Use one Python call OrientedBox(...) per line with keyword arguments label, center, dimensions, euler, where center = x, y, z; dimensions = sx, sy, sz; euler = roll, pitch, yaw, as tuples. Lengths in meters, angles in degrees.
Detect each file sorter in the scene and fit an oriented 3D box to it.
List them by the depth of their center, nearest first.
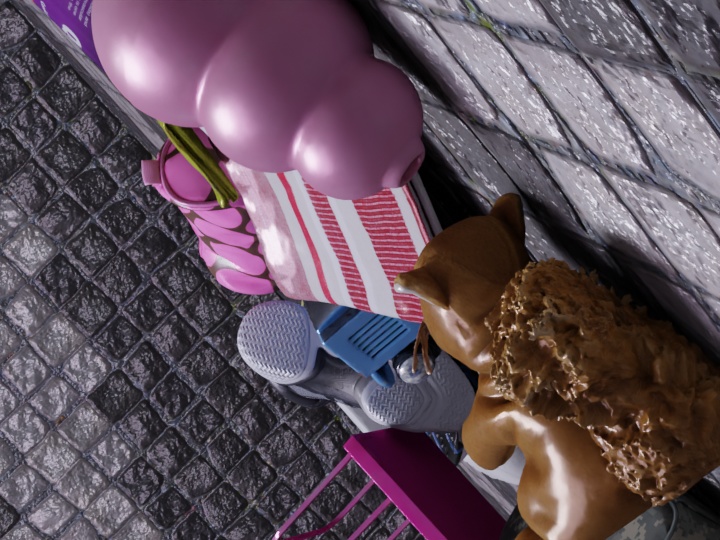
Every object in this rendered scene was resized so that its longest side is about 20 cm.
OrientedBox(label="file sorter", center=(0.047, 0.239, 1.390), dimensions=(0.200, 0.126, 0.139), euler=(46, -164, 17))

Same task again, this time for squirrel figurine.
OrientedBox(label="squirrel figurine", center=(0.108, 0.045, 0.955), dimensions=(0.187, 0.141, 0.200), euler=(56, 161, 5))

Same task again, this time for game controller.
OrientedBox(label="game controller", center=(0.047, -0.033, 1.226), dimensions=(0.105, 0.042, 0.200), euler=(60, 177, 13))

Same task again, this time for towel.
OrientedBox(label="towel", center=(-0.015, -0.029, 1.180), dimensions=(0.199, 0.023, 0.145), euler=(10, 132, 51))
OrientedBox(label="towel", center=(-0.145, -0.116, 1.241), dimensions=(0.086, 0.018, 0.200), euler=(48, -178, -37))

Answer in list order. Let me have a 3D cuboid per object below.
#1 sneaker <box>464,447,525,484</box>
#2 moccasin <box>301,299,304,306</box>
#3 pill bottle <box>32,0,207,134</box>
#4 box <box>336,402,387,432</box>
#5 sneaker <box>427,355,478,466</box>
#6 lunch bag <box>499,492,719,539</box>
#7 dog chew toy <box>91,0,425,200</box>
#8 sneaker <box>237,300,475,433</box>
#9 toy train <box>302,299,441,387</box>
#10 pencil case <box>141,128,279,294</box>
OrientedBox(label="sneaker", center=(0.118, 0.137, 1.711), dimensions=(0.200, 0.076, 0.080), euler=(46, 165, -12))
OrientedBox(label="moccasin", center=(-0.011, 0.016, 1.575), dimensions=(0.077, 0.074, 0.202), euler=(4, -155, -8))
OrientedBox(label="pill bottle", center=(-0.134, -0.175, 1.129), dimensions=(0.200, 0.112, 0.113), euler=(45, 174, 19))
OrientedBox(label="box", center=(0.043, 0.121, 1.855), dimensions=(0.097, 0.124, 0.200), euler=(41, 172, 44))
OrientedBox(label="sneaker", center=(0.096, 0.088, 1.470), dimensions=(0.076, 0.077, 0.200), euler=(51, 155, 19))
OrientedBox(label="lunch bag", center=(0.218, 0.226, 1.290), dimensions=(0.167, 0.140, 0.200), euler=(28, -176, -24))
OrientedBox(label="dog chew toy", center=(-0.050, -0.112, 0.959), dimensions=(0.199, 0.125, 0.125), euler=(36, 172, 14))
OrientedBox(label="sneaker", center=(-0.002, 0.083, 1.441), dimensions=(0.198, 0.076, 0.114), euler=(20, 169, 5))
OrientedBox(label="toy train", center=(0.000, 0.000, 1.340), dimensions=(0.114, 0.086, 0.201), euler=(42, -163, -42))
OrientedBox(label="pencil case", center=(-0.104, -0.048, 1.394), dimensions=(0.200, 0.093, 0.091), euler=(68, -175, -65))
